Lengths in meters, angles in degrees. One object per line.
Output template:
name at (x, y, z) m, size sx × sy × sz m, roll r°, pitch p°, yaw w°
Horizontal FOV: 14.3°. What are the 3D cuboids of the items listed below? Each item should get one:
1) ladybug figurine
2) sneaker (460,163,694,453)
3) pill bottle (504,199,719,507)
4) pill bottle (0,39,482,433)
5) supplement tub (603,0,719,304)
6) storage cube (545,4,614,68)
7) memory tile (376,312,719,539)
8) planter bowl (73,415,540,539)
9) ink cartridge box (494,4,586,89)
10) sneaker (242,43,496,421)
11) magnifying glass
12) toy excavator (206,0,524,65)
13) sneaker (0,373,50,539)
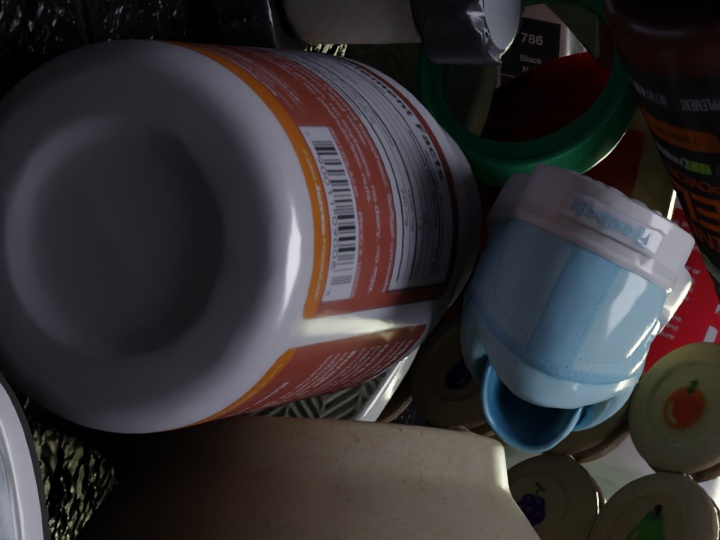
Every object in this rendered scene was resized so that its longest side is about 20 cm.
ladybug figurine at (0.063, -0.012, 1.125) m, size 0.200 × 0.072 × 0.136 m, roll 120°, pitch -24°, yaw -48°
sneaker at (0.060, 0.017, 0.936) m, size 0.082 × 0.074 × 0.200 m, roll -61°, pitch 171°, yaw -3°
pill bottle at (0.142, 0.032, 1.370) m, size 0.112 × 0.112 × 0.200 m, roll 73°, pitch 35°, yaw -52°
pill bottle at (-0.033, -0.013, 0.891) m, size 0.200 × 0.112 × 0.112 m, roll -6°, pitch 107°, yaw -69°
supplement tub at (0.163, -0.030, 0.982) m, size 0.107 × 0.107 × 0.200 m, roll -57°, pitch 131°, yaw -43°
storage cube at (0.154, -0.183, 1.097) m, size 0.171 × 0.179 × 0.200 m, roll -121°, pitch -149°, yaw -64°
memory tile at (0.043, 0.086, 1.031) m, size 0.017 × 0.200 × 0.154 m, roll 40°, pitch 64°, yaw -46°
planter bowl at (-0.016, 0.117, 0.915) m, size 0.200 × 0.200 × 0.135 m, roll 26°, pitch 65°, yaw -69°
ink cartridge box at (0.092, -0.124, 1.260) m, size 0.099 × 0.039 × 0.200 m, roll -47°, pitch 143°, yaw -52°
sneaker at (0.000, 0.000, 1.047) m, size 0.085 × 0.075 × 0.200 m, roll 84°, pitch 31°, yaw -67°
magnifying glass at (0.049, -0.114, 1.031) m, size 0.022 × 0.079 × 0.200 m, roll 55°, pitch 19°, yaw -55°
toy excavator at (0.018, -0.188, 0.972) m, size 0.194 × 0.100 × 0.200 m, roll -48°, pitch 136°, yaw -55°
sneaker at (-0.142, 0.121, 0.736) m, size 0.121 × 0.083 × 0.201 m, roll -29°, pitch 130°, yaw -75°
